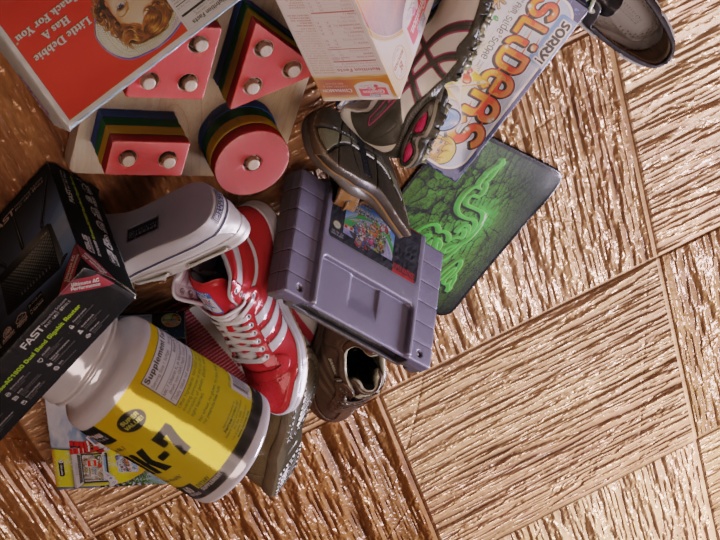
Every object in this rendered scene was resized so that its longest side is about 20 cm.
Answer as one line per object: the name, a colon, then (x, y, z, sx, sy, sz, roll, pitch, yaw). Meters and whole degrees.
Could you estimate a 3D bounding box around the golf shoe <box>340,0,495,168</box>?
golf shoe: (0.055, -0.187, 1.546, 0.088, 0.077, 0.201, 26, 109, 1)

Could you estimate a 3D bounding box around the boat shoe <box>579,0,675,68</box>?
boat shoe: (0.217, -0.247, 1.638, 0.074, 0.061, 0.200, -38, 135, 14)

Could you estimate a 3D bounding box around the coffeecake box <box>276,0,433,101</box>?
coffeecake box: (-0.010, -0.257, 1.439, 0.073, 0.154, 0.201, 1, 143, 24)

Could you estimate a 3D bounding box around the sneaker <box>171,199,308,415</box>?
sneaker: (-0.109, 0.046, 1.652, 0.112, 0.071, 0.202, -28, 111, -56)

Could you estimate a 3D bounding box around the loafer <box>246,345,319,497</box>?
loafer: (-0.091, 0.146, 1.814, 0.067, 0.076, 0.201, 23, 131, 10)

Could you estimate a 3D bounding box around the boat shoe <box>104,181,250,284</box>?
boat shoe: (-0.185, -0.020, 1.593, 0.199, 0.072, 0.066, -23, 143, 27)

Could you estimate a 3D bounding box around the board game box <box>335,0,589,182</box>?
board game box: (0.087, -0.192, 1.606, 0.135, 0.035, 0.200, 30, 114, -17)

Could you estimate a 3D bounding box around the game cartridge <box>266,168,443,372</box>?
game cartridge: (0.000, 0.000, 1.704, 0.038, 0.131, 0.199, -11, 150, 44)

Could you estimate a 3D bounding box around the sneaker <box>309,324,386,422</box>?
sneaker: (-0.014, 0.106, 1.810, 0.070, 0.076, 0.201, -16, 146, -18)

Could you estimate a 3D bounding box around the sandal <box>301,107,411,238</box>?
sandal: (-0.011, -0.084, 1.647, 0.054, 0.082, 0.200, -20, 157, 20)

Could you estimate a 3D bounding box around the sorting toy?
sorting toy: (-0.128, -0.151, 1.539, 0.197, 0.070, 0.201, 0, 129, -27)

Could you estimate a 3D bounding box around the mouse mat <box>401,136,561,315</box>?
mouse mat: (0.090, -0.046, 1.795, 0.160, 0.008, 0.200, 21, 118, -39)

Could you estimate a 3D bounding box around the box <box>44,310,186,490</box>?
box: (-0.230, 0.126, 1.738, 0.135, 0.038, 0.201, -3, 132, -6)

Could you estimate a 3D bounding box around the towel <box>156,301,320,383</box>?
towel: (-0.113, 0.052, 1.768, 0.199, 0.023, 0.144, -31, 138, 4)

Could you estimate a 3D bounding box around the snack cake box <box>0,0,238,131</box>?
snack cake box: (-0.182, -0.212, 1.394, 0.200, 0.067, 0.115, -38, 108, -11)

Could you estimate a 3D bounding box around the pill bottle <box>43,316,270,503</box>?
pill bottle: (-0.189, 0.112, 1.623, 0.199, 0.115, 0.114, 34, 110, -22)

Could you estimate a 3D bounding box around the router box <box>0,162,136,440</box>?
router box: (-0.290, 0.029, 1.560, 0.200, 0.150, 0.062, -45, 131, 15)
